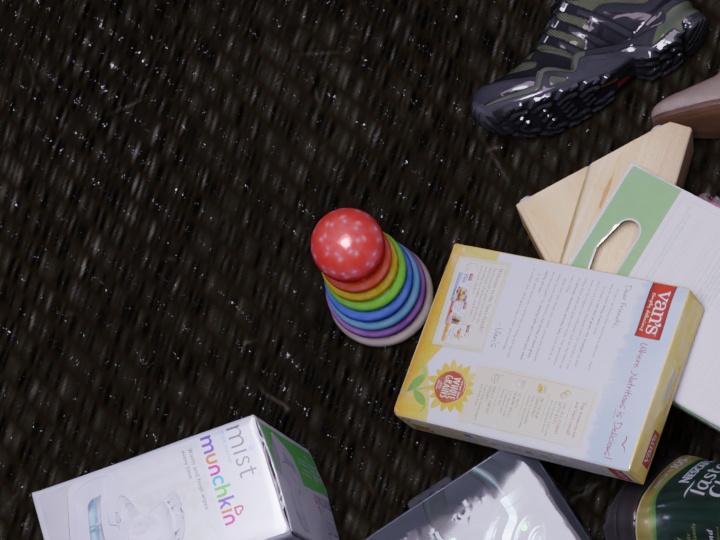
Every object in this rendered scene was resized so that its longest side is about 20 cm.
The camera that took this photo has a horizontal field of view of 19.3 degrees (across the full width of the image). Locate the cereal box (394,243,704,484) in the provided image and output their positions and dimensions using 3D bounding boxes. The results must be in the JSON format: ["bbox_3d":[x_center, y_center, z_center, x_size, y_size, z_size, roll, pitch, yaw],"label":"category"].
[{"bbox_3d":[0.137,0.066,1.553,0.200,0.040,0.144,13,73,32],"label":"cereal box"}]

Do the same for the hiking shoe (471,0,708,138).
[{"bbox_3d":[0.170,-0.179,1.682,0.200,0.076,0.101,-25,66,-5],"label":"hiking shoe"}]

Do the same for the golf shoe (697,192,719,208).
[{"bbox_3d":[0.318,0.028,1.602,0.200,0.073,0.092,34,88,20],"label":"golf shoe"}]

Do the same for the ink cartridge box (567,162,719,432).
[{"bbox_3d":[0.249,0.026,1.562,0.200,0.048,0.146,31,88,36],"label":"ink cartridge box"}]

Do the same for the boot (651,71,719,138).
[{"bbox_3d":[0.324,-0.185,1.654,0.200,0.070,0.146,-4,73,6],"label":"boot"}]

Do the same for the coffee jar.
[{"bbox_3d":[0.278,0.183,1.519,0.200,0.104,0.085,-3,115,41],"label":"coffee jar"}]

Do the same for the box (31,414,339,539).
[{"bbox_3d":[-0.122,0.193,1.577,0.176,0.200,0.097,-21,75,6],"label":"box"}]

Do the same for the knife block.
[{"bbox_3d":[0.203,0.006,1.631,0.200,0.064,0.176,-29,75,3],"label":"knife block"}]

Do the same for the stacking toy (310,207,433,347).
[{"bbox_3d":[0.000,0.000,1.597,0.085,0.200,0.086,-2,77,10],"label":"stacking toy"}]

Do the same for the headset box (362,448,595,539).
[{"bbox_3d":[0.100,0.245,1.580,0.174,0.093,0.200,-35,74,2],"label":"headset box"}]
